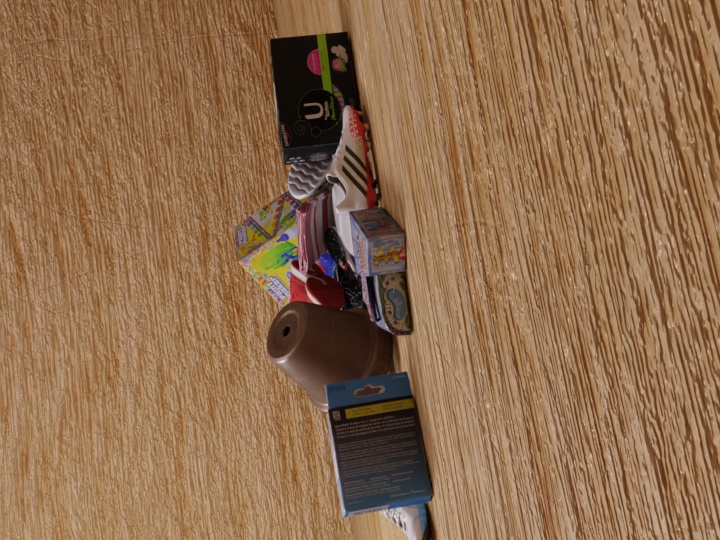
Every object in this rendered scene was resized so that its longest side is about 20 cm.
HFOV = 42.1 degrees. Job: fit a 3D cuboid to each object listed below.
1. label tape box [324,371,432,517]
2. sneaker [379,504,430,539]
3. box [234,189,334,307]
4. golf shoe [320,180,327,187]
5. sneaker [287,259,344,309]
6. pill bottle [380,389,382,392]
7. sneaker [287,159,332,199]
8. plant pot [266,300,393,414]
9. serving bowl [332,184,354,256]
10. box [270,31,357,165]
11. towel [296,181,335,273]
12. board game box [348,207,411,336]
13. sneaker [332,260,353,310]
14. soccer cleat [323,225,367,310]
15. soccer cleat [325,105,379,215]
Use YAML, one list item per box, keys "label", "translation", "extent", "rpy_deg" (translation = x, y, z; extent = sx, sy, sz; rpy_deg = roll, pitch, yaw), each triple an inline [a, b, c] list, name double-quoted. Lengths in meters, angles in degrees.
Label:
- label: "label tape box"
  translation: [0.025, 0.275, 1.486]
  extent: [0.066, 0.140, 0.204]
  rpy_deg: [96, 164, -65]
- label: "sneaker"
  translation: [0.064, 0.400, 1.559]
  extent: [0.201, 0.085, 0.076]
  rpy_deg: [-113, 18, -64]
- label: "box"
  translation: [-0.133, -0.045, 1.987]
  extent: [0.200, 0.191, 0.123]
  rpy_deg: [47, -163, -37]
- label: "golf shoe"
  translation: [-0.050, -0.204, 2.002]
  extent: [0.088, 0.076, 0.204]
  rpy_deg: [30, -136, -64]
- label: "sneaker"
  translation: [-0.089, 0.068, 1.830]
  extent: [0.200, 0.077, 0.118]
  rpy_deg: [-127, 43, -58]
- label: "pill bottle"
  translation: [0.018, 0.304, 1.735]
  extent: [0.111, 0.109, 0.204]
  rpy_deg: [117, 145, -79]
- label: "sneaker"
  translation: [-0.068, -0.218, 1.807]
  extent: [0.202, 0.074, 0.082]
  rpy_deg: [-58, -20, -11]
- label: "plant pot"
  translation: [-0.068, 0.140, 1.651]
  extent: [0.199, 0.173, 0.203]
  rpy_deg: [-30, 46, 36]
- label: "serving bowl"
  translation: [-0.014, -0.114, 1.712]
  extent: [0.200, 0.064, 0.205]
  rpy_deg: [171, 90, -83]
- label: "box"
  translation: [-0.084, -0.312, 1.707]
  extent: [0.124, 0.145, 0.205]
  rpy_deg: [123, 140, -82]
- label: "towel"
  translation: [-0.062, -0.103, 1.835]
  extent: [0.200, 0.022, 0.146]
  rpy_deg: [-47, -34, -44]
- label: "board game box"
  translation: [0.032, 0.000, 1.452]
  extent: [0.200, 0.060, 0.205]
  rpy_deg: [-176, 78, -85]
- label: "sneaker"
  translation: [-0.009, 0.062, 1.911]
  extent: [0.078, 0.069, 0.204]
  rpy_deg: [180, 76, -81]
- label: "soccer cleat"
  translation: [0.000, 0.000, 1.800]
  extent: [0.068, 0.072, 0.203]
  rpy_deg: [-44, 68, 52]
- label: "soccer cleat"
  translation: [-0.021, -0.187, 1.590]
  extent: [0.069, 0.083, 0.204]
  rpy_deg: [102, 159, -73]
